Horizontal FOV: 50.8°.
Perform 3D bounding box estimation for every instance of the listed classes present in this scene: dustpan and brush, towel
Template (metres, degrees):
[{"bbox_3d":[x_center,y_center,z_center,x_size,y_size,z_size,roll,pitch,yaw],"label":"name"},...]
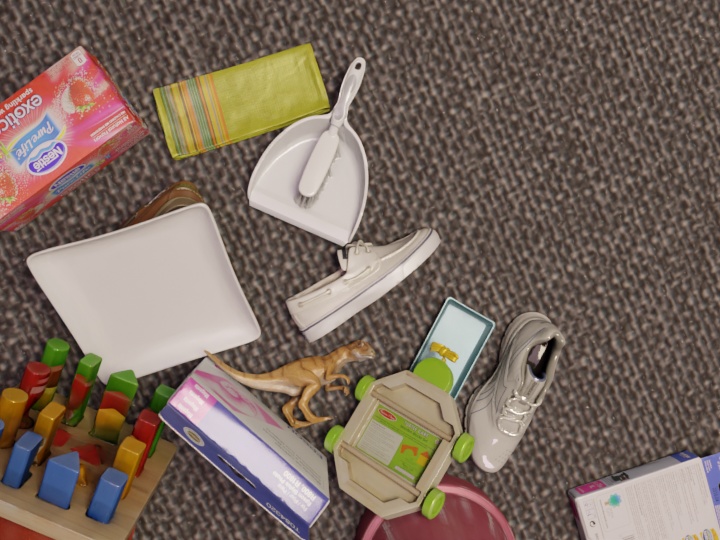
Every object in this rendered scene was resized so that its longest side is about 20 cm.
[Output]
[{"bbox_3d":[-0.037,-0.149,0.882,0.138,0.057,0.202,23,82,3],"label":"dustpan and brush"},{"bbox_3d":[-0.140,-0.201,0.896,0.197,0.018,0.087,-18,94,-5],"label":"towel"}]

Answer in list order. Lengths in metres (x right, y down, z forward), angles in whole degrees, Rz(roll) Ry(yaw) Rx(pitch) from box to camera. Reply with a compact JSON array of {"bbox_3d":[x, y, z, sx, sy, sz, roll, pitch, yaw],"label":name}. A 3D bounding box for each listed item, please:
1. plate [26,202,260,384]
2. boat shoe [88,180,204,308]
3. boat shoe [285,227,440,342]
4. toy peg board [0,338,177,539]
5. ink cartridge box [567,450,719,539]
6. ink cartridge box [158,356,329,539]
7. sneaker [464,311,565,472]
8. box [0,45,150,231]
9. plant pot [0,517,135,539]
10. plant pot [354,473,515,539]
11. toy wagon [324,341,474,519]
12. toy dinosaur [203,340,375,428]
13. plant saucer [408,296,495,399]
[{"bbox_3d":[-0.232,0.026,0.845,0.197,0.032,0.202,-18,128,-1],"label":"plate"},{"bbox_3d":[-0.252,-0.022,0.870,0.199,0.068,0.072,-37,130,12],"label":"boat shoe"},{"bbox_3d":[0.000,0.000,0.892,0.199,0.071,0.070,-35,97,3],"label":"boat shoe"},{"bbox_3d":[-0.298,0.167,0.790,0.198,0.199,0.099,24,105,-3],"label":"toy peg board"},{"bbox_3d":[0.369,0.304,0.945,0.197,0.042,0.121,-17,93,-2],"label":"ink cartridge box"},{"bbox_3d":[-0.116,0.182,0.819,0.196,0.200,0.043,42,88,-5],"label":"ink cartridge box"},{"bbox_3d":[0.182,0.146,0.901,0.074,0.087,0.203,20,91,-7],"label":"sneaker"},{"bbox_3d":[-0.347,-0.141,0.840,0.199,0.095,0.100,-37,95,-3],"label":"box"},{"bbox_3d":[-0.322,0.314,0.777,0.198,0.195,0.204,-6,107,-21],"label":"plant pot"},{"bbox_3d":[0.095,0.350,0.853,0.197,0.179,0.203,0,91,-5],"label":"plant pot"},{"bbox_3d":[0.056,0.179,0.871,0.154,0.040,0.201,26,77,31],"label":"toy wagon"},{"bbox_3d":[-0.079,0.132,0.900,0.197,0.060,0.108,-10,78,-15],"label":"toy dinosaur"},{"bbox_3d":[0.089,0.136,0.926,0.069,0.019,0.202,28,88,-5],"label":"plant saucer"}]
